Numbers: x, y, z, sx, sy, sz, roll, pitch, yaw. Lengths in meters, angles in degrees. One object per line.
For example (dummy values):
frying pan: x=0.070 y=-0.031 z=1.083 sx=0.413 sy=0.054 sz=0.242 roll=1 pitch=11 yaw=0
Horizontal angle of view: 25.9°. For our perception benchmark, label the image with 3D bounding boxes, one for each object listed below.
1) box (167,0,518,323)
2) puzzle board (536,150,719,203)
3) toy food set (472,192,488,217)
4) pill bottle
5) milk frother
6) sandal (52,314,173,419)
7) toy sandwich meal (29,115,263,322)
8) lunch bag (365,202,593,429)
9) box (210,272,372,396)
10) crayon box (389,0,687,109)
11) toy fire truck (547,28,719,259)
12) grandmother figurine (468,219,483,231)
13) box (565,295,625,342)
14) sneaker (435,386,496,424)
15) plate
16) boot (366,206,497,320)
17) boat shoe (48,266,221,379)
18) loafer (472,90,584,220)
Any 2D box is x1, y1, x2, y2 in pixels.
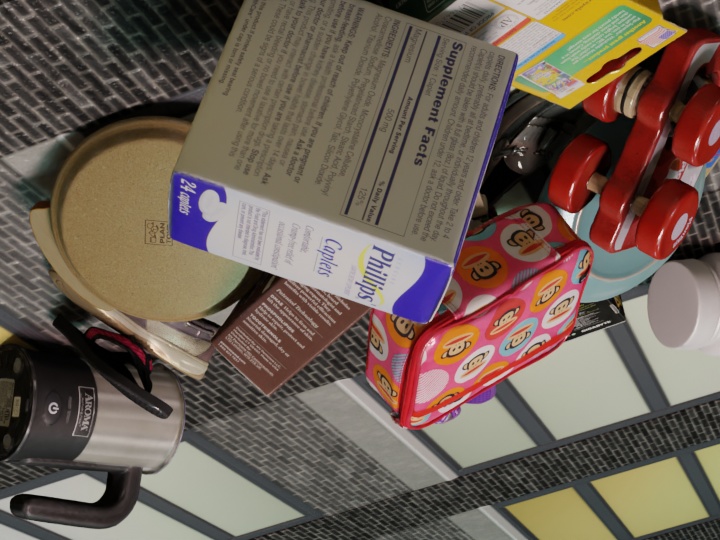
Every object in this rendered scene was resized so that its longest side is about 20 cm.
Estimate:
box: x=-0.012 y=-0.086 z=1.098 sx=0.198 sy=0.185 sz=0.105 roll=19 pitch=152 yaw=1
puzzle board: x=0.242 y=-0.071 z=1.480 sx=0.198 sy=0.017 sz=0.151 roll=-13 pitch=151 yaw=-25
toy food set: x=0.016 y=-0.096 z=1.281 sx=0.142 sy=0.061 sz=0.200 roll=-14 pitch=143 yaw=10
pill bottle: x=0.421 y=0.037 z=1.709 sx=0.198 sy=0.114 sz=0.113 roll=1 pitch=152 yaw=-25
milk frother: x=-0.322 y=0.162 z=1.639 sx=0.187 sy=0.182 sz=0.199 roll=13 pitch=-172 yaw=-42
sandal: x=-0.229 y=0.078 z=1.466 sx=0.045 sy=0.200 sz=0.075 roll=-48 pitch=129 yaw=-7
toy sandwich meal: x=-0.165 y=-0.044 z=1.287 sx=0.203 sy=0.070 sz=0.207 roll=1 pitch=119 yaw=2
lunch bag: x=0.097 y=0.046 z=1.329 sx=0.199 sy=0.082 sz=0.177 roll=-28 pitch=150 yaw=-24
box: x=-0.027 y=0.006 z=1.261 sx=0.075 sy=0.100 sz=0.200 roll=44 pitch=127 yaw=-9
crayon box: x=0.134 y=-0.195 z=1.172 sx=0.199 sy=0.052 sz=0.125 roll=14 pitch=144 yaw=-42
toy fire truck: x=0.256 y=-0.108 z=1.317 sx=0.167 sy=0.112 sz=0.201 roll=-15 pitch=129 yaw=-56
grandmother figurine: x=0.140 y=-0.005 z=1.435 sx=0.199 sy=0.060 sz=0.122 roll=18 pitch=103 yaw=-51
box: x=0.169 y=0.043 z=1.684 sx=0.199 sy=0.050 sz=0.160 roll=-21 pitch=151 yaw=18
sneaker: x=0.093 y=0.138 z=1.801 sx=0.080 sy=0.089 sz=0.200 roll=-28 pitch=152 yaw=27
plate: x=0.241 y=-0.055 z=1.413 sx=0.199 sy=0.026 sz=0.202 roll=-16 pitch=125 yaw=-25
boot: x=0.073 y=0.000 z=1.525 sx=0.153 sy=0.074 sz=0.204 roll=-20 pitch=155 yaw=9
boat shoe: x=-0.207 y=0.032 z=1.473 sx=0.200 sy=0.065 sz=0.072 roll=39 pitch=169 yaw=-37
loafer: x=0.133 y=-0.096 z=1.362 sx=0.071 sy=0.063 sz=0.200 roll=9 pitch=147 yaw=-35
